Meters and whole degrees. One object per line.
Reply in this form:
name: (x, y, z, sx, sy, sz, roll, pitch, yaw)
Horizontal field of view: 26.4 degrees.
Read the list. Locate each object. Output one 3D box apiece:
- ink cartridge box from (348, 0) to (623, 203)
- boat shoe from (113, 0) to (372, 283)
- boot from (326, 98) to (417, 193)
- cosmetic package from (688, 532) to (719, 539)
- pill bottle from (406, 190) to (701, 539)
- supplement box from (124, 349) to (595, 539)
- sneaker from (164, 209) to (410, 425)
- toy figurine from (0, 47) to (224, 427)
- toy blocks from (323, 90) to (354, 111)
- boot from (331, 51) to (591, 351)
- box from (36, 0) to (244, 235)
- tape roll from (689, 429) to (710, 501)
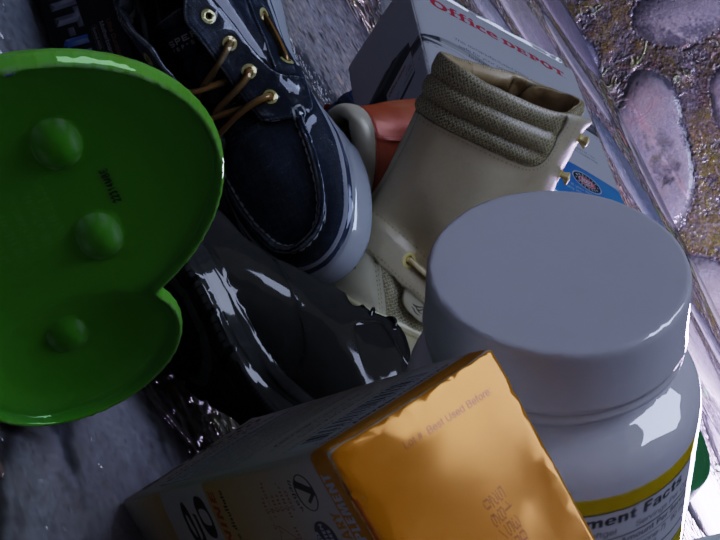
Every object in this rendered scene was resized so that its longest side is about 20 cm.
ink cartridge box: (0.078, -0.081, 0.992, 0.145, 0.084, 0.200, 25, 31, -22)
boat shoe: (-0.065, -0.085, 0.744, 0.091, 0.071, 0.200, 26, 35, -56)
boot: (0.000, 0.000, 0.839, 0.107, 0.200, 0.075, -1, 20, -43)
cosmetic package: (0.235, 0.262, 1.012, 0.200, 0.081, 0.113, 103, -27, -55)
pill bottle: (0.074, 0.076, 0.607, 0.114, 0.114, 0.200, -96, -177, -51)
supplement box: (0.001, 0.112, 0.560, 0.073, 0.200, 0.126, -30, 92, -29)
sneaker: (-0.030, 0.037, 0.704, 0.091, 0.076, 0.200, -31, 81, -30)
toy figurine: (-0.146, -0.065, 0.561, 0.200, 0.150, 0.184, 75, -12, -57)
toy blocks: (0.013, -0.064, 1.064, 0.137, 0.100, 0.200, 49, 18, -1)
boot: (0.083, -0.016, 0.795, 0.200, 0.156, 0.073, 21, 13, -31)
box: (-0.093, -0.091, 0.848, 0.198, 0.050, 0.200, 22, 43, -63)
tape roll: (0.116, 0.077, 0.925, 0.200, 0.048, 0.200, 29, 23, -13)
